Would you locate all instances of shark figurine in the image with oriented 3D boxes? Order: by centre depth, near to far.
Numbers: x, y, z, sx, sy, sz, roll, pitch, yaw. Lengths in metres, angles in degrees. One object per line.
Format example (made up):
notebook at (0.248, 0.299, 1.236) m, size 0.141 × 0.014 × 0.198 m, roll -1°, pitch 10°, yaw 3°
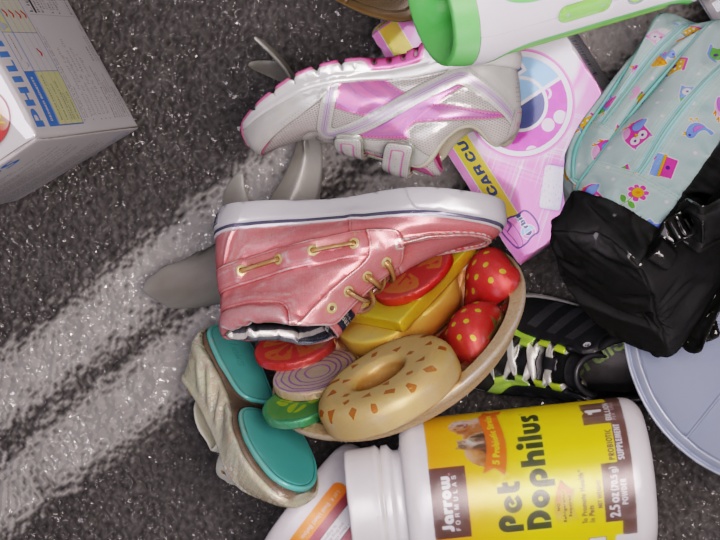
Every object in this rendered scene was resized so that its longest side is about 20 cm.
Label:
shark figurine at (-0.066, -0.047, 1.520) m, size 0.128 × 0.089 × 0.215 m, roll 27°, pitch 104°, yaw 9°

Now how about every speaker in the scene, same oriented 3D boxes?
speaker at (0.133, -0.191, 1.356) m, size 0.199 × 0.088 × 0.089 m, roll -18°, pitch 92°, yaw -17°

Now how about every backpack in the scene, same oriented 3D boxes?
backpack at (0.204, -0.065, 1.349) m, size 0.126 × 0.167 × 0.200 m, roll 28°, pitch 73°, yaw 21°

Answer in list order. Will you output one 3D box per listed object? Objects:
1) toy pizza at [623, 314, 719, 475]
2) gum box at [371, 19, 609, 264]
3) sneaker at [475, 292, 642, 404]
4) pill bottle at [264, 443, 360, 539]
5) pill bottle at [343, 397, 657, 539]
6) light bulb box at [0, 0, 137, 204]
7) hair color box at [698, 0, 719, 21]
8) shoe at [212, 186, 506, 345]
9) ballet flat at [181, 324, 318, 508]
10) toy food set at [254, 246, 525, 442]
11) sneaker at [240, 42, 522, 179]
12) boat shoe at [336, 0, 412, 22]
toy pizza at (0.267, 0.047, 1.433) m, size 0.200 × 0.032 × 0.201 m, roll 3°, pitch 75°, yaw -13°
gum box at (0.106, -0.120, 1.475) m, size 0.113 × 0.066 × 0.200 m, roll -33°, pitch 88°, yaw 15°
sneaker at (0.144, 0.056, 1.478) m, size 0.199 × 0.083 × 0.072 m, roll 1°, pitch 97°, yaw 14°
pill bottle at (0.035, 0.223, 1.510) m, size 0.200 × 0.113 × 0.113 m, roll 38°, pitch 104°, yaw 8°
pill bottle at (0.092, 0.147, 1.423) m, size 0.199 × 0.109 × 0.110 m, roll -6°, pitch 95°, yaw 0°
light bulb box at (-0.282, -0.151, 1.503) m, size 0.125 × 0.200 × 0.199 m, roll -30°, pitch 88°, yaw 15°
hair color box at (0.317, -0.129, 1.425) m, size 0.099 × 0.061 × 0.200 m, roll -33°, pitch 88°, yaw 15°
shoe at (0.000, 0.000, 1.434) m, size 0.199 × 0.071 × 0.091 m, roll -3°, pitch 74°, yaw 7°
ballet flat at (-0.080, 0.116, 1.509) m, size 0.067 × 0.200 × 0.062 m, roll 17°, pitch 116°, yaw -29°
toy food set at (0.018, 0.043, 1.460) m, size 0.198 × 0.200 × 0.049 m, roll 9°, pitch 139°, yaw 50°
sneaker at (0.018, -0.100, 1.421) m, size 0.199 × 0.081 × 0.089 m, roll -13°, pitch 91°, yaw 15°
boat shoe at (-0.017, -0.232, 1.475) m, size 0.200 × 0.066 × 0.074 m, roll 38°, pitch 104°, yaw 24°
